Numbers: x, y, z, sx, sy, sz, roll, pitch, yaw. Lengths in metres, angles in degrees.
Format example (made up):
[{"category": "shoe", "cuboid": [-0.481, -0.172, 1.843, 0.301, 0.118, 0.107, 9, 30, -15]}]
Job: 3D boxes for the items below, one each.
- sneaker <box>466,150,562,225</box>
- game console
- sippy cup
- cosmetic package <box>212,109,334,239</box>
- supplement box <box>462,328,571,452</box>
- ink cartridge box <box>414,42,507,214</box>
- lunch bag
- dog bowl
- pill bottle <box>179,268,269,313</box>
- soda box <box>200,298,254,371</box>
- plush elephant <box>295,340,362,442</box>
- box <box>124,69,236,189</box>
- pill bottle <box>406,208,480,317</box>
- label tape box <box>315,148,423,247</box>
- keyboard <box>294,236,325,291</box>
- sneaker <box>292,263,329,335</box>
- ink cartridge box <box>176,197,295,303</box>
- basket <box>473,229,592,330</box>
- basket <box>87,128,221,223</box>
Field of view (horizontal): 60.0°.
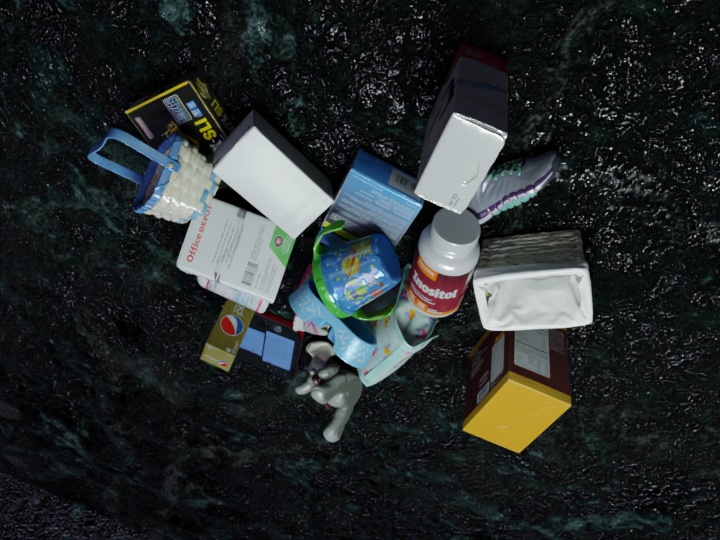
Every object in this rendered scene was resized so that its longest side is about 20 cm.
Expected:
[{"category": "sneaker", "cuboid": [0.234, -0.151, 1.035, 0.087, 0.075, 0.199, 42, 131, -17]}, {"category": "game console", "cuboid": [-0.228, 0.177, 1.509, 0.172, 0.031, 0.203, 17, 134, 0]}, {"category": "sippy cup", "cuboid": [0.000, 0.000, 1.130, 0.128, 0.143, 0.177, -23, 149, 24]}, {"category": "cosmetic package", "cuboid": [-0.151, -0.165, 1.094, 0.112, 0.082, 0.200, -38, 121, 17]}, {"category": "supplement box", "cuboid": [0.312, 0.214, 1.261, 0.130, 0.203, 0.199, 21, 135, -5]}, {"category": "ink cartridge box", "cuboid": [0.149, -0.211, 0.912, 0.084, 0.203, 0.149, 20, 135, -5]}, {"category": "lunch bag", "cuboid": [0.071, 0.119, 1.245, 0.120, 0.203, 0.170, 32, 132, -15]}, {"category": "dog bowl", "cuboid": [-0.048, 0.096, 1.180, 0.199, 0.111, 0.050, 43, 105, 10]}, {"category": "pill bottle", "cuboid": [-0.270, 0.001, 1.301, 0.196, 0.110, 0.109, 26, 135, -8]}, {"category": "soda box", "cuboid": [-0.270, 0.108, 1.335, 0.066, 0.203, 0.064, 24, 136, -8]}, {"category": "plush elephant", "cuboid": [-0.081, 0.259, 1.465, 0.152, 0.201, 0.167, 14, 139, 36]}, {"category": "box", "cuboid": [-0.301, -0.239, 1.129, 0.156, 0.050, 0.202, -14, 127, 25]}, {"category": "pill bottle", "cuboid": [0.150, -0.015, 1.122, 0.110, 0.115, 0.202, 14, 142, 3]}, {"category": "label tape box", "cuboid": [0.016, -0.106, 1.147, 0.141, 0.067, 0.201, 25, 140, -8]}, {"category": "keyboard", "cuboid": [-0.070, 0.016, 1.319, 0.124, 0.021, 0.202, 23, 136, 3]}, {"category": "sneaker", "cuboid": [-0.088, 0.064, 1.306, 0.086, 0.083, 0.202, 17, 143, 6]}, {"category": "ink cartridge box", "cuboid": [-0.237, -0.040, 1.211, 0.196, 0.149, 0.084, 21, 172, -8]}, {"category": "basket", "cuboid": [0.312, 0.015, 1.130, 0.195, 0.125, 0.137, -6, 130, 20]}, {"category": "basket", "cuboid": [-0.353, -0.167, 1.063, 0.197, 0.143, 0.174, 23, 166, -34]}]
